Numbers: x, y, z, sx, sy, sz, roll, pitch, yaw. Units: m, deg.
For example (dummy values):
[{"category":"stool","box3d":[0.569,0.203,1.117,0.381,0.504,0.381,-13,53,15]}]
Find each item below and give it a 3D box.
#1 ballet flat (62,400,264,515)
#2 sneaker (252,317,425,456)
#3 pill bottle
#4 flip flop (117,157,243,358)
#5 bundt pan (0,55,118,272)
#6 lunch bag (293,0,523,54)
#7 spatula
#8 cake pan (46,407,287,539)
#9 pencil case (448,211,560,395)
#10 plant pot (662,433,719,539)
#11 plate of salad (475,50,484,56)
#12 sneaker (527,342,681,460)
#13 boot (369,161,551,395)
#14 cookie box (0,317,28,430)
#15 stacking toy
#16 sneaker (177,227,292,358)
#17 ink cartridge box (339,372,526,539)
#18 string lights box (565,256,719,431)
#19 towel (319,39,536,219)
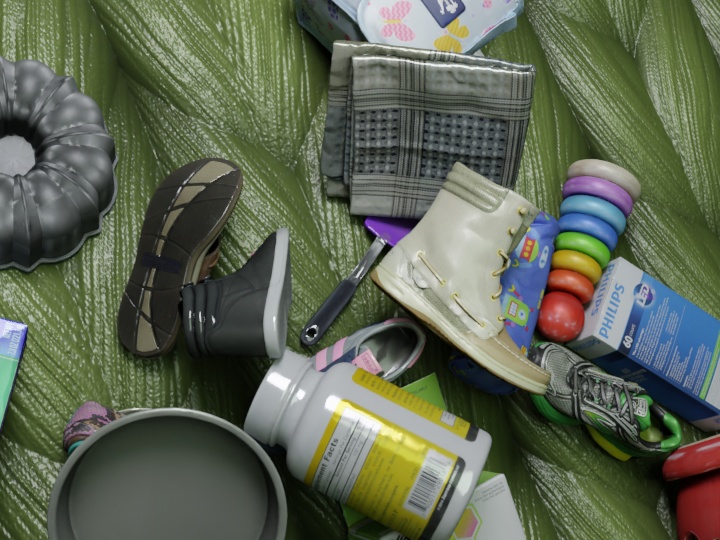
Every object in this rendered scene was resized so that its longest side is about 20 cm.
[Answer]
[{"category":"ballet flat","box3d":[-0.165,0.163,0.915,0.198,0.069,0.072,22,44,-14]},{"category":"sneaker","box3d":[-0.021,0.103,0.971,0.199,0.082,0.070,-36,90,-25]},{"category":"pill bottle","box3d":[0.004,0.148,0.884,0.199,0.112,0.112,27,66,6]},{"category":"flip flop","box3d":[-0.167,-0.012,0.962,0.080,0.058,0.202,16,83,18]},{"category":"bundt pan","box3d":[-0.314,-0.104,0.922,0.200,0.076,0.204,6,74,-20]},{"category":"lunch bag","box3d":[0.046,-0.281,1.034,0.169,0.127,0.200,-38,65,-11]},{"category":"spatula","box3d":[0.000,0.000,1.041,0.056,0.021,0.201,34,68,5]},{"category":"cake pan","box3d":[-0.162,0.206,0.866,0.198,0.037,0.203,-2,105,-8]},{"category":"pencil case","box3d":[0.148,0.025,1.060,0.086,0.078,0.202,27,67,-23]},{"category":"plant pot","box3d":[0.414,0.249,1.036,0.199,0.200,0.184,-13,76,-23]},{"category":"plate of salad","box3d":[0.066,-0.201,1.110,0.198,0.048,0.202,6,73,-20]},{"category":"sneaker","box3d":[0.252,0.130,1.052,0.199,0.085,0.079,30,63,-22]},{"category":"boot","box3d":[0.128,0.008,0.965,0.199,0.072,0.155,37,88,9]},{"category":"cookie box","box3d":[-0.393,0.105,0.832,0.198,0.075,0.173,15,71,-16]},{"category":"stacking toy","box3d":[0.237,-0.017,1.115,0.085,0.085,0.202,27,74,-12]},{"category":"sneaker","box3d":[-0.114,0.015,0.934,0.098,0.201,0.071,-2,117,2]},{"category":"ink cartridge box","box3d":[0.060,0.217,0.955,0.147,0.076,0.202,-21,95,-25]},{"category":"string lights box","box3d":[0.336,0.083,1.127,0.199,0.059,0.103,31,66,-10]},{"category":"towel","box3d":[0.060,-0.126,0.989,0.198,0.194,0.035,8,46,3]}]
